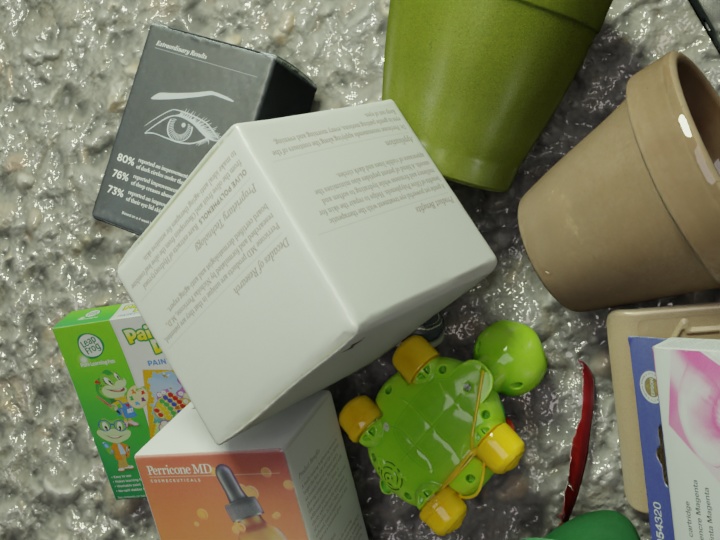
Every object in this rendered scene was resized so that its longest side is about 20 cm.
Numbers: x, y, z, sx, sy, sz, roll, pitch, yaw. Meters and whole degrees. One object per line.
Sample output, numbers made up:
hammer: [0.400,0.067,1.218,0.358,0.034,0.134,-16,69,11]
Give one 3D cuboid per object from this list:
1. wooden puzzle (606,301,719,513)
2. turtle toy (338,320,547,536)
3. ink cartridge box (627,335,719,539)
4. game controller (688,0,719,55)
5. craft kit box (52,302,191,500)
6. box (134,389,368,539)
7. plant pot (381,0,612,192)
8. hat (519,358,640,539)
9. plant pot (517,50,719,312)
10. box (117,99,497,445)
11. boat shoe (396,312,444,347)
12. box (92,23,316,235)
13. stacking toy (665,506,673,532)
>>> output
wooden puzzle: [0.314,0.110,0.768,0.197,0.046,0.188,-5,105,21]
turtle toy: [0.086,0.128,0.827,0.146,0.101,0.200,46,103,20]
ink cartridge box: [0.268,0.151,0.670,0.199,0.043,0.199,-3,96,58]
game controller: [0.363,-0.215,0.806,0.104,0.042,0.202,-31,77,28]
craft kit box: [-0.177,0.124,0.902,0.197,0.049,0.200,-9,107,17]
box: [-0.088,0.224,0.826,0.150,0.106,0.202,-7,107,23]
plant pot: [0.099,-0.180,0.814,0.198,0.200,0.195,23,105,17]
hat: [0.218,0.235,0.824,0.164,0.176,0.202,24,133,17]
plant pot: [0.232,-0.051,0.769,0.174,0.199,0.202,-29,78,33]
box: [-0.042,-0.003,0.741,0.200,0.198,0.172,-41,77,38]
boat shoe: [0.000,0.000,0.873,0.199,0.073,0.062,36,134,20]
box: [-0.151,-0.119,0.909,0.147,0.104,0.202,20,92,21]
stacking toy: [0.328,0.186,0.708,0.199,0.145,0.148,-22,79,41]
